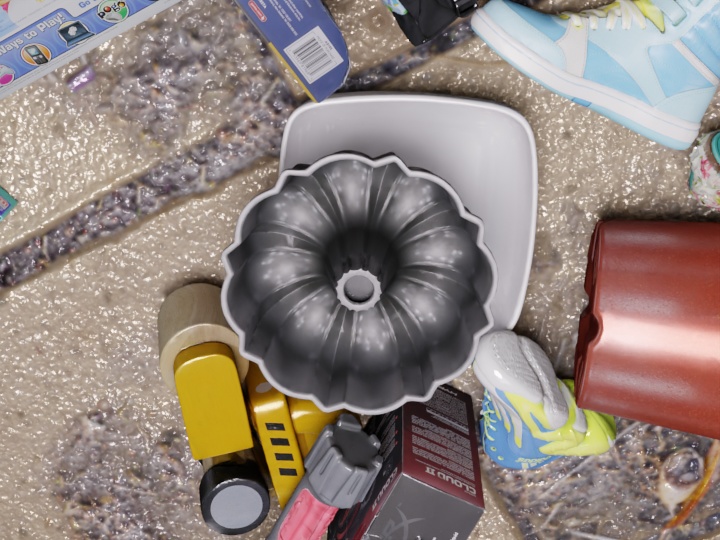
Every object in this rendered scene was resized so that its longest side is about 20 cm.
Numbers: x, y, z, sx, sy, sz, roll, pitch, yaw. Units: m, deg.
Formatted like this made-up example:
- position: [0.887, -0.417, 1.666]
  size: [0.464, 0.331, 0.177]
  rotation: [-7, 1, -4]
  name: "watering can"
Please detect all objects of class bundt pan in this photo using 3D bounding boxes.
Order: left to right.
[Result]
- position: [0.000, 0.000, 0.841]
  size: [0.200, 0.076, 0.203]
  rotation: [1, 112, 2]
  name: "bundt pan"

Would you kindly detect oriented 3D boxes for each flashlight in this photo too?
- position: [-0.045, 0.211, 0.897]
  size: [0.068, 0.068, 0.201]
  rotation: [38, 120, 14]
  name: "flashlight"

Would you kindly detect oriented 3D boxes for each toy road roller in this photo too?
- position: [-0.078, 0.105, 0.945]
  size: [0.145, 0.123, 0.201]
  rotation: [-15, 116, -5]
  name: "toy road roller"

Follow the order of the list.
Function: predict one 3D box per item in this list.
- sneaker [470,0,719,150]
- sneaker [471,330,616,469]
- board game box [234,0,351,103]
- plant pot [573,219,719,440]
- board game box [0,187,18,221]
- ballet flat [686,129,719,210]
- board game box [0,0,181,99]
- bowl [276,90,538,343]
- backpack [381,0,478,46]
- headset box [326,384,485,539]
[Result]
- position: [0.190, -0.186, 0.840]
  size: [0.199, 0.080, 0.131]
  rotation: [22, 113, -17]
  name: "sneaker"
- position: [0.127, 0.121, 0.937]
  size: [0.105, 0.076, 0.200]
  rotation: [-31, 136, 25]
  name: "sneaker"
- position: [-0.078, -0.245, 0.782]
  size: [0.062, 0.200, 0.200]
  rotation: [-32, 127, 11]
  name: "board game box"
- position: [0.270, 0.045, 0.877]
  size: [0.194, 0.201, 0.202]
  rotation: [7, 112, 8]
  name: "plant pot"
- position: [-0.406, -0.066, 0.924]
  size: [0.152, 0.045, 0.200]
  rotation: [-42, 104, 16]
  name: "board game box"
- position: [0.345, -0.074, 0.887]
  size: [0.199, 0.076, 0.064]
  rotation: [5, 149, -8]
  name: "ballet flat"
- position: [-0.247, -0.230, 0.784]
  size: [0.199, 0.056, 0.196]
  rotation: [-22, 141, 19]
  name: "board game box"
- position: [0.036, -0.047, 0.901]
  size: [0.199, 0.075, 0.201]
  rotation: [3, 112, 2]
  name: "bowl"
- position: [0.028, -0.288, 0.780]
  size: [0.163, 0.154, 0.200]
  rotation: [-40, 127, 18]
  name: "backpack"
- position: [0.032, 0.193, 0.929]
  size: [0.075, 0.200, 0.149]
  rotation: [25, 110, -8]
  name: "headset box"
